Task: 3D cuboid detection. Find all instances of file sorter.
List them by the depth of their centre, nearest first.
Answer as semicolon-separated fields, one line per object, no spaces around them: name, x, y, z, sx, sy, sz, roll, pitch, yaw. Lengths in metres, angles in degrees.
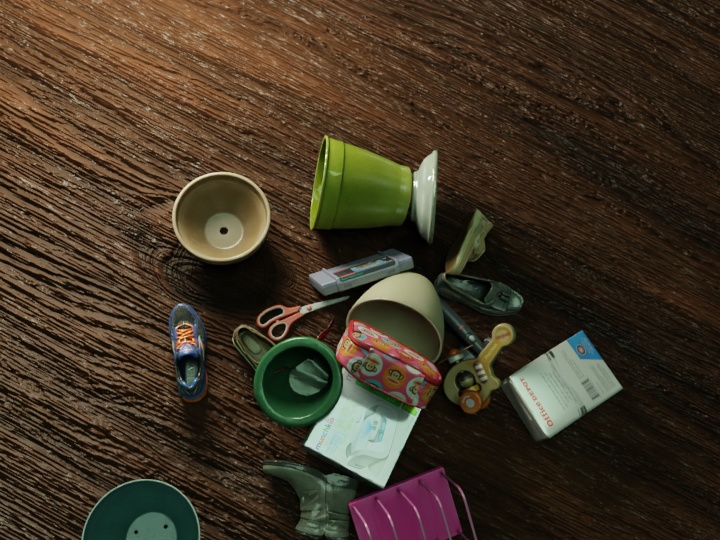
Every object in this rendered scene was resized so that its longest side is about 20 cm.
file sorter;0.101;0.482;1.420;0.200;0.125;0.139;-18;96;-13

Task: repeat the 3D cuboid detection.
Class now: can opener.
can opener;0.212;0.129;1.605;0.079;0.063;0.200;-34;79;-16

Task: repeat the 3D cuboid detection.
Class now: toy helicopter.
toy helicopter;0.240;0.186;1.548;0.132;0.079;0.200;39;105;20

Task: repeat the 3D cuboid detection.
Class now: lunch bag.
lunch bag;0.051;0.174;1.446;0.200;0.176;0.082;29;97;-5

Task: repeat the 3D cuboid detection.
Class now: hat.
hat;-0.101;0.210;1.518;0.200;0.176;0.166;-35;84;1

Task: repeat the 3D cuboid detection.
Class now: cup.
cup;0.088;0.085;1.553;0.200;0.200;0.143;25;47;2

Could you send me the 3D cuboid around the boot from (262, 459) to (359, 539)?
boot;-0.106;0.444;1.461;0.200;0.068;0.131;16;76;-1

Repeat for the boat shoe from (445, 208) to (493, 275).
boat shoe;0.242;-0.055;1.645;0.064;0.071;0.200;35;50;-6

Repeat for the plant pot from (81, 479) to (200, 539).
plant pot;-0.387;0.485;1.371;0.200;0.135;0.200;2;71;-7

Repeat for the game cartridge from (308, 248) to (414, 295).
game cartridge;0.000;0.000;1.589;0.200;0.130;0.038;-18;100;-13

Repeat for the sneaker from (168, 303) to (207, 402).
sneaker;-0.342;0.159;1.516;0.075;0.078;0.200;-11;74;-12

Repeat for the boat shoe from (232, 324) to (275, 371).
boat shoe;-0.180;0.186;1.529;0.202;0.075;0.075;37;71;6

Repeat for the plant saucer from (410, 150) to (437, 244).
plant saucer;0.135;-0.157;1.622;0.050;0.200;0.200;4;71;4

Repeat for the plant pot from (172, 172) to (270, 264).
plant pot;-0.291;-0.098;1.601;0.201;0.093;0.201;3;71;-8

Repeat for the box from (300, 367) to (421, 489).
box;0.006;0.302;1.505;0.176;0.097;0.200;29;71;1

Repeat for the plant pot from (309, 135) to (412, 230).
plant pot;0.003;-0.170;1.613;0.193;0.200;0.201;9;71;-9

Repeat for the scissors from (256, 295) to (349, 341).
scissors;-0.123;0.078;1.605;0.200;0.014;0.073;-31;76;-14

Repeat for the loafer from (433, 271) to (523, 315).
loafer;0.259;0.048;1.638;0.200;0.063;0.072;15;70;-2

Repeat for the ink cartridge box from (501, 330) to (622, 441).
ink cartridge box;0.415;0.242;1.582;0.200;0.084;0.146;-28;77;-14
